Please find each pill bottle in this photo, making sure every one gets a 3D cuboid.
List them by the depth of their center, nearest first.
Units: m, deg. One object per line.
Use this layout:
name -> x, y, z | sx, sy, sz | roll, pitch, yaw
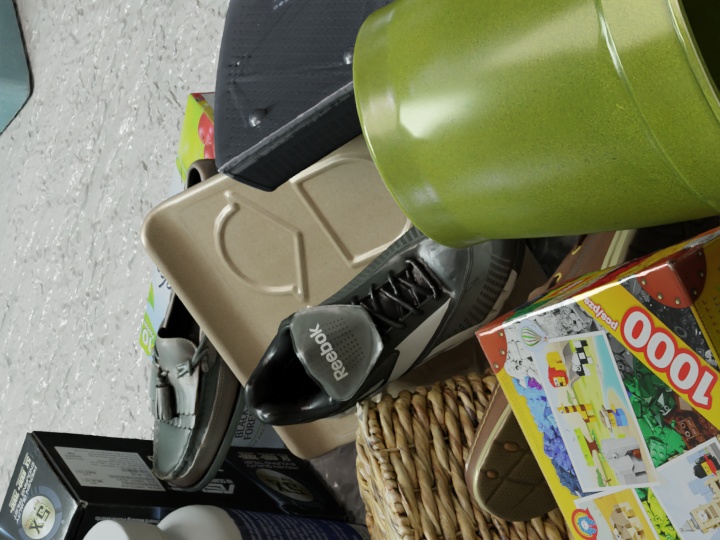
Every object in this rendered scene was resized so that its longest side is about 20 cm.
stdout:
pill bottle -> -0.066, 0.197, 1.509 | 0.111, 0.199, 0.111 | -22, 63, 53

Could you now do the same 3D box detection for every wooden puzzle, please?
wooden puzzle -> 0.000, 0.000, 1.475 | 0.200, 0.186, 0.046 | -26, 19, 29

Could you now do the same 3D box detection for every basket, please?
basket -> 0.092, 0.164, 1.416 | 0.143, 0.148, 0.201 | 88, 165, -56

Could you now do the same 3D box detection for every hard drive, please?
hard drive -> -0.019, -0.130, 1.432 | 0.135, 0.042, 0.200 | -32, 30, 21

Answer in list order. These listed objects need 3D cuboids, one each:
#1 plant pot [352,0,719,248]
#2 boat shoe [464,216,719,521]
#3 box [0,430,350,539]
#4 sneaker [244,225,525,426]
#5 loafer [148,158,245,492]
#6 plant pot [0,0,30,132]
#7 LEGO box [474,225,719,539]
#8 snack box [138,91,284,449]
plant pot -> 0.107, -0.099, 1.267 | 0.192, 0.200, 0.201 | -19, 67, 27
boat shoe -> 0.116, 0.042, 1.362 | 0.200, 0.072, 0.068 | -58, 28, -7
box -> -0.131, 0.196, 1.605 | 0.086, 0.199, 0.164 | 46, 121, 48
sneaker -> 0.008, 0.031, 1.401 | 0.200, 0.090, 0.067 | -39, 81, 34
loafer -> -0.101, 0.030, 1.540 | 0.072, 0.063, 0.201 | 9, 84, 52
plant pot -> -0.410, -0.181, 2.065 | 0.196, 0.199, 0.197 | -45, 50, 42
LEGO box -> 0.166, 0.089, 1.240 | 0.149, 0.077, 0.201 | -24, 93, 51
snack box -> -0.081, 0.004, 1.665 | 0.142, 0.053, 0.201 | 54, 139, 46
